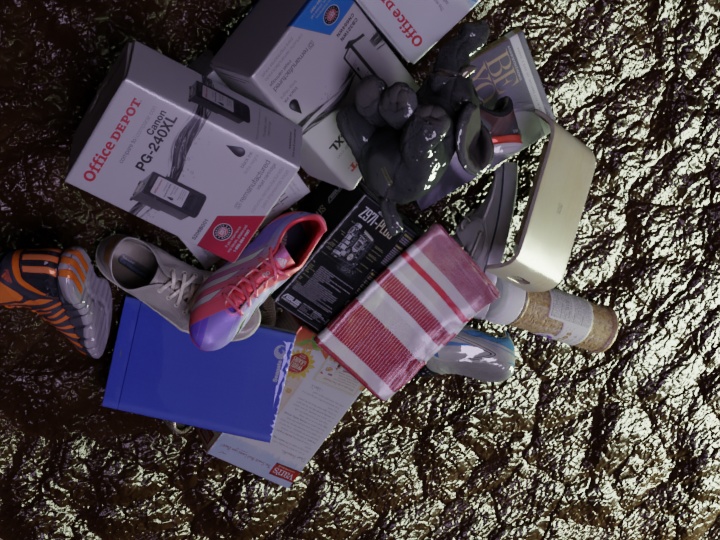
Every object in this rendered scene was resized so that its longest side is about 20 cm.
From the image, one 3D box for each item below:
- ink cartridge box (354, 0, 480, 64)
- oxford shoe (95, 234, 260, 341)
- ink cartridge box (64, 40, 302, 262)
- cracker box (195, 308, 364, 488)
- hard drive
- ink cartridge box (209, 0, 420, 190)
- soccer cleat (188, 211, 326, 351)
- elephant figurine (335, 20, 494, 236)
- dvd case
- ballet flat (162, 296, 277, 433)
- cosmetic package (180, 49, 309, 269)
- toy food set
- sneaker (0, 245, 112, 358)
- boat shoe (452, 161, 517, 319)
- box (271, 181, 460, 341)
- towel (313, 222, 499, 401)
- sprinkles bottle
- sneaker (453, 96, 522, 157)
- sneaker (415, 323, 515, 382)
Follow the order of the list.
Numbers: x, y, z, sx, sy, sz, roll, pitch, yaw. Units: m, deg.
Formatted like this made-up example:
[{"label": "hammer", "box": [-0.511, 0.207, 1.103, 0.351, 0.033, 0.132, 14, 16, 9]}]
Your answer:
[{"label": "ink cartridge box", "box": [0.073, -0.347, 1.595, 0.200, 0.083, 0.146, -43, 129, 2]}, {"label": "oxford shoe", "box": [-0.202, 0.021, 1.648, 0.199, 0.058, 0.075, 29, 80, -11]}, {"label": "ink cartridge box", "box": [-0.180, -0.119, 1.509, 0.199, 0.084, 0.145, 26, 123, -19]}, {"label": "cracker box", "box": [-0.091, 0.158, 1.834, 0.134, 0.058, 0.200, 30, 102, -35]}, {"label": "hard drive", "box": [-0.186, 0.113, 1.713, 0.199, 0.025, 0.133, 13, 99, -6]}, {"label": "ink cartridge box", "box": [-0.042, -0.205, 1.594, 0.146, 0.084, 0.200, -54, 132, -11]}, {"label": "soccer cleat", "box": [-0.113, 0.007, 1.628, 0.067, 0.076, 0.200, 50, 60, -16]}, {"label": "elephant figurine", "box": [0.083, -0.157, 1.585, 0.200, 0.142, 0.155, -23, 156, -49]}, {"label": "dvd case", "box": [0.129, -0.178, 1.768, 0.200, 0.016, 0.149, -32, 127, -7]}, {"label": "ballet flat", "box": [-0.159, 0.118, 1.765, 0.200, 0.075, 0.068, -46, 130, 5]}, {"label": "cosmetic package", "box": [-0.169, -0.118, 1.634, 0.151, 0.052, 0.200, -36, 128, 1]}, {"label": "toy food set", "box": [0.213, -0.080, 1.787, 0.143, 0.060, 0.201, 24, 82, -59]}, {"label": "sneaker", "box": [-0.341, 0.028, 1.627, 0.111, 0.078, 0.200, 5, 148, 8]}, {"label": "boat shoe", "box": [0.146, -0.041, 1.831, 0.065, 0.072, 0.201, 13, 111, 1]}, {"label": "box", "box": [0.000, 0.000, 1.766, 0.200, 0.086, 0.164, 35, 100, -37]}, {"label": "towel", "box": [0.057, 0.053, 1.758, 0.200, 0.023, 0.144, -43, 128, 3]}, {"label": "sprinkles bottle", "box": [0.245, 0.054, 1.932, 0.199, 0.068, 0.068, 17, 110, -33]}, {"label": "sneaker", "box": [0.091, -0.169, 1.715, 0.199, 0.077, 0.082, -5, 94, -24]}, {"label": "sneaker", "box": [0.103, 0.096, 1.899, 0.199, 0.073, 0.072, 10, 143, -18]}]
